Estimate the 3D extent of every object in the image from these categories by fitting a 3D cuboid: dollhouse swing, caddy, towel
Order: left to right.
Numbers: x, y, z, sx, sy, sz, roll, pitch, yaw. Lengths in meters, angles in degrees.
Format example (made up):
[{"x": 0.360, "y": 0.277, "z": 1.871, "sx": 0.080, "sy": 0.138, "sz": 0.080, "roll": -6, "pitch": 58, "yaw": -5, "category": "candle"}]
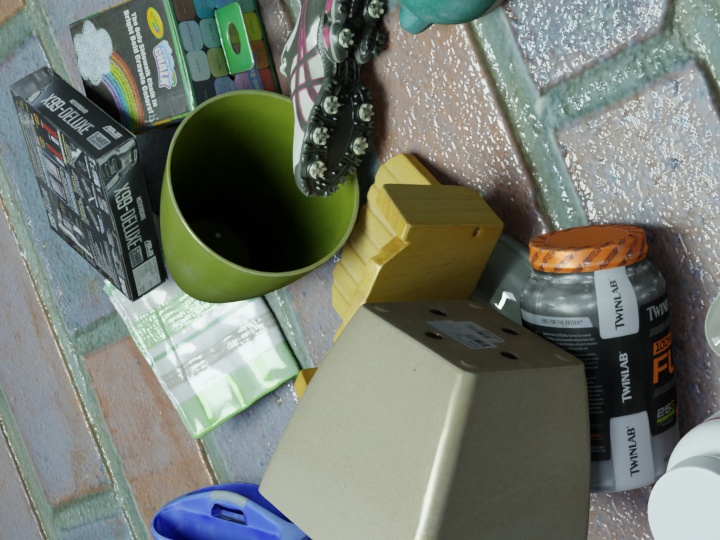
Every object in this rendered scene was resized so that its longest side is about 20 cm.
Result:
[{"x": -0.170, "y": 0.059, "z": 1.518, "sx": 0.148, "sy": 0.031, "sz": 0.201, "roll": -33, "pitch": 83, "yaw": 14, "category": "towel"}, {"x": -0.132, "y": 0.285, "z": 1.528, "sx": 0.198, "sy": 0.141, "sz": 0.106, "roll": 6, "pitch": 111, "yaw": 39, "category": "caddy"}, {"x": 0.000, "y": 0.000, "z": 1.264, "sx": 0.176, "sy": 0.181, "sz": 0.201, "roll": 41, "pitch": 118, "yaw": 34, "category": "dollhouse swing"}]

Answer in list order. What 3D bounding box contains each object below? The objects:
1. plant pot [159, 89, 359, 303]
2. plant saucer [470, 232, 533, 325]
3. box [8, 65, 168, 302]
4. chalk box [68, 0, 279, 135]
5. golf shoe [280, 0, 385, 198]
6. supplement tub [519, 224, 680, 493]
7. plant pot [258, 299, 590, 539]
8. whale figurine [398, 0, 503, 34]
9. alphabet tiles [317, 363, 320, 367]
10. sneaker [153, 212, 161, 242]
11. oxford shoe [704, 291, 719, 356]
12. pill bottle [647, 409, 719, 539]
[{"x": -0.121, "y": -0.047, "z": 1.405, "sx": 0.188, "sy": 0.186, "sz": 0.200, "roll": 59, "pitch": 151, "yaw": 9, "category": "plant pot"}, {"x": 0.102, "y": 0.062, "z": 1.313, "sx": 0.199, "sy": 0.050, "sz": 0.202, "roll": 14, "pitch": 113, "yaw": 37, "category": "plant saucer"}, {"x": -0.274, "y": -0.085, "z": 1.453, "sx": 0.157, "sy": 0.050, "sz": 0.201, "roll": 37, "pitch": 149, "yaw": 34, "category": "box"}, {"x": -0.169, "y": -0.212, "z": 1.414, "sx": 0.199, "sy": 0.123, "sz": 0.126, "roll": -8, "pitch": 97, "yaw": 41, "category": "chalk box"}, {"x": -0.033, "y": -0.168, "z": 1.331, "sx": 0.088, "sy": 0.077, "sz": 0.202, "roll": 12, "pitch": 91, "yaw": 46, "category": "golf shoe"}, {"x": 0.196, "y": 0.070, "z": 1.182, "sx": 0.122, "sy": 0.122, "sz": 0.202, "roll": 3, "pitch": 106, "yaw": 40, "category": "supplement tub"}, {"x": 0.068, "y": 0.130, "z": 1.129, "sx": 0.199, "sy": 0.199, "sz": 0.179, "roll": 31, "pitch": 113, "yaw": 45, "category": "plant pot"}, {"x": 0.039, "y": -0.280, "z": 1.220, "sx": 0.199, "sy": 0.103, "sz": 0.161, "roll": 20, "pitch": 117, "yaw": 36, "category": "whale figurine"}, {"x": 0.006, "y": 0.170, "z": 1.448, "sx": 0.167, "sy": 0.008, "sz": 0.201, "roll": 42, "pitch": 132, "yaw": 24, "category": "alphabet tiles"}, {"x": -0.283, "y": -0.078, "z": 1.597, "sx": 0.088, "sy": 0.075, "sz": 0.202, "roll": -33, "pitch": 83, "yaw": 54, "category": "sneaker"}, {"x": 0.335, "y": 0.014, "z": 1.088, "sx": 0.200, "sy": 0.058, "sz": 0.076, "roll": -35, "pitch": 83, "yaw": 44, "category": "oxford shoe"}, {"x": 0.298, "y": 0.152, "z": 1.066, "sx": 0.111, "sy": 0.199, "sz": 0.114, "roll": 15, "pitch": 114, "yaw": 37, "category": "pill bottle"}]
